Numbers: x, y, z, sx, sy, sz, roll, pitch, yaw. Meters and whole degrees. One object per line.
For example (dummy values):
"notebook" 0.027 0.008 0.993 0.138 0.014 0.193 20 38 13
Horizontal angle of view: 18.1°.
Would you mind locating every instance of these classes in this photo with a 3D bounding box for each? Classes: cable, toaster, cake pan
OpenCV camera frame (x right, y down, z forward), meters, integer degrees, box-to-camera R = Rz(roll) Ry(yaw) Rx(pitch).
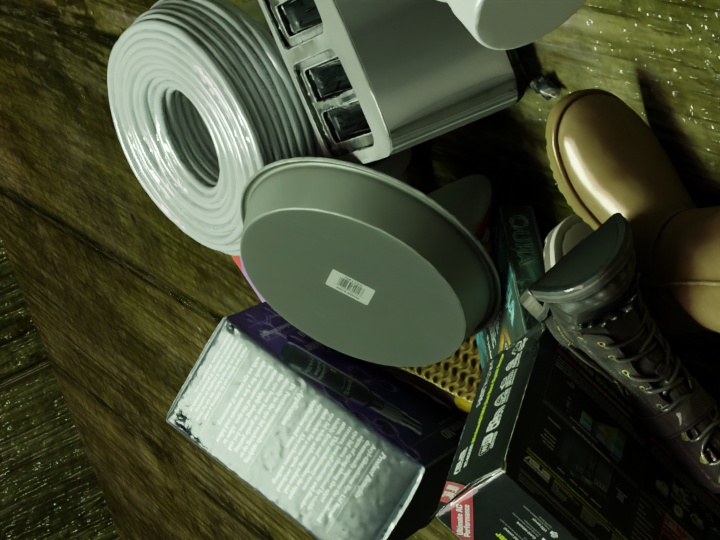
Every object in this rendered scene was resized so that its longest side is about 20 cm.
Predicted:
"cable" -0.109 -0.109 1.678 0.200 0.069 0.200 49 149 21
"toaster" 0.017 -0.170 1.533 0.181 0.118 0.200 66 162 -6
"cake pan" 0.000 0.000 1.588 0.199 0.037 0.201 19 147 13

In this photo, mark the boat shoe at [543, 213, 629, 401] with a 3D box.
"boat shoe" 0.168 0.056 1.487 0.201 0.072 0.059 62 160 -10

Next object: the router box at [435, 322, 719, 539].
"router box" 0.147 0.150 1.393 0.200 0.150 0.062 43 125 -13

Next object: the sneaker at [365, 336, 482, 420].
"sneaker" 0.058 0.070 1.758 0.200 0.075 0.090 33 166 35

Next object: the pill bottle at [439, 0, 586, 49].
"pill bottle" 0.055 -0.233 1.347 0.200 0.113 0.114 55 160 28

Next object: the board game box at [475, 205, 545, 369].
"board game box" 0.114 0.072 1.573 0.136 0.028 0.201 98 168 -46

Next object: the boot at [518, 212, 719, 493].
"boot" 0.177 0.057 1.333 0.174 0.069 0.200 49 176 3

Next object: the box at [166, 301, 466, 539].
"box" -0.024 0.120 1.757 0.200 0.148 0.105 35 110 12

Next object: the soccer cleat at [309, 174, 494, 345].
"soccer cleat" 0.016 -0.012 1.674 0.200 0.085 0.069 -38 36 34

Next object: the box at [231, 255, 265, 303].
"box" -0.030 -0.018 1.873 0.137 0.039 0.200 -49 58 24

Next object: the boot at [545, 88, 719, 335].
"boot" 0.201 -0.030 1.294 0.175 0.066 0.200 56 165 -14

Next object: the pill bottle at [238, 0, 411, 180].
"pill bottle" -0.028 -0.115 1.736 0.116 0.116 0.201 17 130 67
